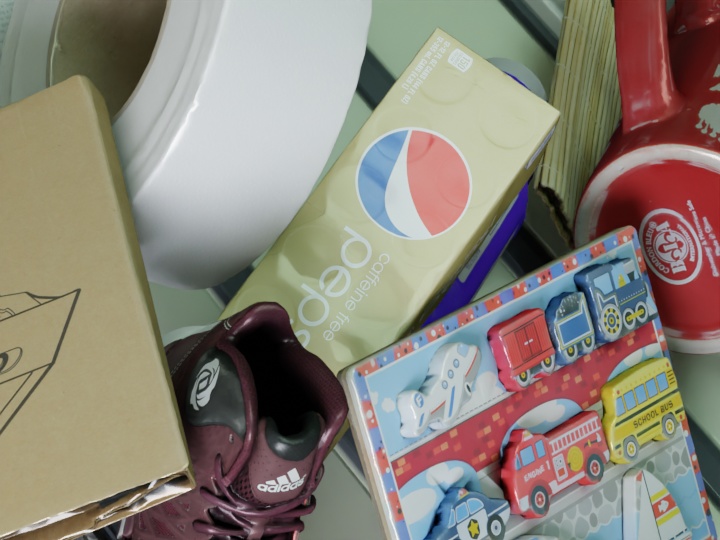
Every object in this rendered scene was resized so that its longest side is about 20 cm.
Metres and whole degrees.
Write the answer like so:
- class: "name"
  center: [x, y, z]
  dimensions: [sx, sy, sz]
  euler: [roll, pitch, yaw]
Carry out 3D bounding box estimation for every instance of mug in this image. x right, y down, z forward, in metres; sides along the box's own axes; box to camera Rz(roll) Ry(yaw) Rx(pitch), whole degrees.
- class: "mug"
  center: [0.164, -0.065, 1.292]
  dimensions: [0.177, 0.134, 0.200]
  euler: [38, 35, 0]

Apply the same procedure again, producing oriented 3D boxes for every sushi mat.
- class: "sushi mat"
  center: [0.123, -0.068, 1.344]
  dimensions: [0.096, 0.012, 0.201]
  euler: [55, 29, -31]

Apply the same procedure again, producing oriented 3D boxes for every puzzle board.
- class: "puzzle board"
  center: [0.079, 0.081, 1.120]
  dimensions: [0.199, 0.017, 0.152]
  euler: [-25, 101, -45]

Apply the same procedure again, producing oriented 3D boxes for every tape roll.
- class: "tape roll"
  center: [-0.079, -0.097, 1.124]
  dimensions: [0.070, 0.203, 0.203]
  euler: [16, 41, -32]

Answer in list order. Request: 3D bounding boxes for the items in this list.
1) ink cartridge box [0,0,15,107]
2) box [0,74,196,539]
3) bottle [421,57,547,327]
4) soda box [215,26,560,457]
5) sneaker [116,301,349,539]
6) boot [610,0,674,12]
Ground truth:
- class: "ink cartridge box"
  center: [-0.152, -0.131, 1.259]
  dimensions: [0.160, 0.047, 0.201]
  euler: [-18, 77, -43]
- class: "box"
  center: [-0.157, 0.029, 1.016]
  dimensions: [0.163, 0.021, 0.201]
  euler: [-22, 51, 6]
- class: "bottle"
  center: [0.035, -0.034, 1.247]
  dimensions: [0.083, 0.065, 0.200]
  euler: [30, 39, 4]
- class: "soda box"
  center: [0.000, 0.000, 1.118]
  dimensions: [0.068, 0.064, 0.200]
  euler: [35, 72, 6]
- class: "sneaker"
  center: [-0.049, 0.104, 0.976]
  dimensions: [0.075, 0.115, 0.201]
  euler: [7, 68, -25]
- class: "boot"
  center: [0.215, -0.119, 1.438]
  dimensions: [0.199, 0.073, 0.182]
  euler: [32, 25, -14]
